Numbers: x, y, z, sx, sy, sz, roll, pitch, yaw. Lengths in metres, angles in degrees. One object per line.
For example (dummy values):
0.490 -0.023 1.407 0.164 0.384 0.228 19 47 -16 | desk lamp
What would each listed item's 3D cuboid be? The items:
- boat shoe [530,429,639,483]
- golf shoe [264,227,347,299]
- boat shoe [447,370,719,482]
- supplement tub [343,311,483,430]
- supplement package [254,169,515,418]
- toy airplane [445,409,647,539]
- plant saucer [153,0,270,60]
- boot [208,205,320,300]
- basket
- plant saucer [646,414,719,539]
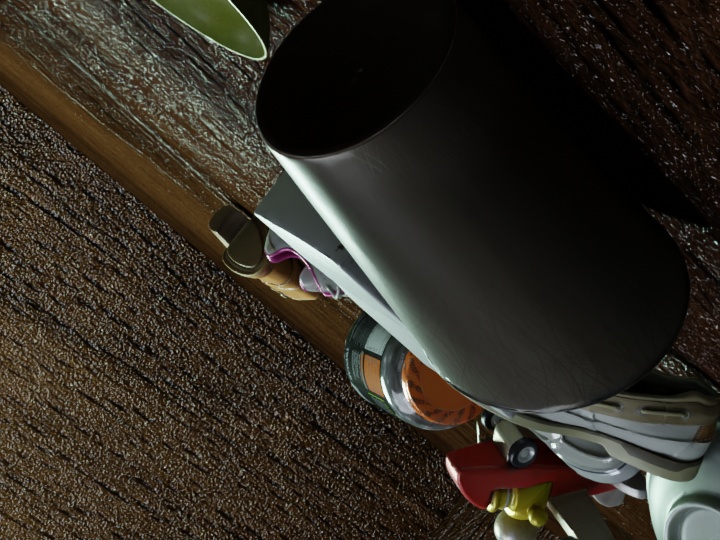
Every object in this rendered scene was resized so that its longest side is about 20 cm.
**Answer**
0.186 0.129 1.637 0.066 0.072 0.200 36 -176 -40 | boat shoe
0.000 0.000 1.614 0.200 0.092 0.075 34 172 17 | golf shoe
0.158 0.080 1.252 0.199 0.069 0.075 20 -155 2 | boat shoe
0.064 0.097 1.819 0.122 0.123 0.200 39 174 -16 | supplement tub
0.048 -0.011 1.159 0.200 0.110 0.114 42 173 -39 | supplement package
0.187 0.220 1.763 0.198 0.142 0.200 30 -159 9 | toy airplane
-0.129 -0.206 1.094 0.200 0.031 0.200 37 173 5 | plant saucer
-0.109 -0.006 2.287 0.155 0.074 0.200 42 -175 -27 | boot
0.047 -0.042 0.875 0.180 0.136 0.200 24 163 48 | basket
0.277 0.203 1.284 0.200 0.050 0.201 34 140 35 | plant saucer
